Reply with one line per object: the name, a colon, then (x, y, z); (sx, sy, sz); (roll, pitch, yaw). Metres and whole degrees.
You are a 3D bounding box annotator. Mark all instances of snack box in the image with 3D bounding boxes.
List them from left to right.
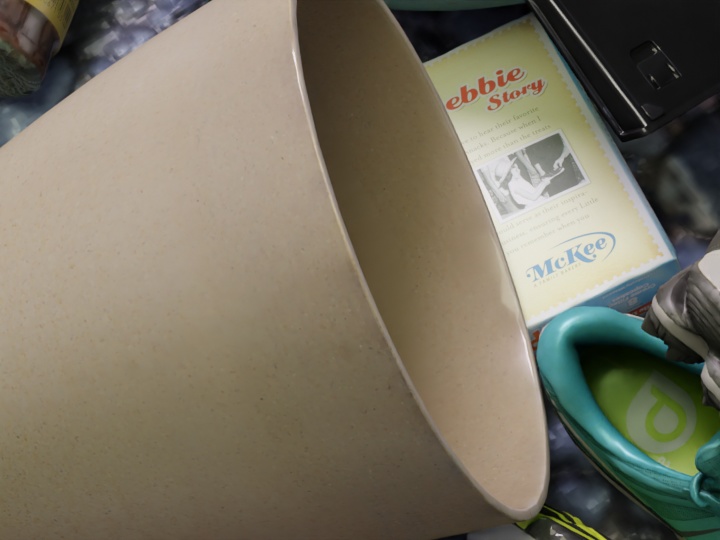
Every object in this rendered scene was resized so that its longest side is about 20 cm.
snack box: (0.000, 0.000, 0.908); (0.200, 0.037, 0.116); (-25, 62, -2)

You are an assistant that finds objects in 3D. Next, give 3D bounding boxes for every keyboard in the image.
keyboard: (0.154, -0.095, 0.829); (0.200, 0.021, 0.127); (-31, 79, -24)

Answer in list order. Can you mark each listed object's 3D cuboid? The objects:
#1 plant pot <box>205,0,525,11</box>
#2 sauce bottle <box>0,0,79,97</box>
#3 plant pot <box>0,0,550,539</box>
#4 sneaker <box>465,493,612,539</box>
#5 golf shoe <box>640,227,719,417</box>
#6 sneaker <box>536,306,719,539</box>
plant pot: (0.013, -0.181, 0.920); (0.188, 0.200, 0.200); (-11, 60, 22)
sauce bottle: (-0.120, -0.164, 1.006); (0.065, 0.065, 0.200); (12, 65, 18)
plant pot: (-0.068, 0.021, 0.804); (0.200, 0.187, 0.188); (-21, 60, 14)
sneaker: (0.105, 0.152, 0.798); (0.200, 0.075, 0.076); (35, 96, 28)
golf shoe: (0.179, -0.006, 0.800); (0.200, 0.088, 0.077); (-16, 54, -45)
sneaker: (0.135, 0.076, 0.812); (0.200, 0.080, 0.078); (32, 87, 26)
